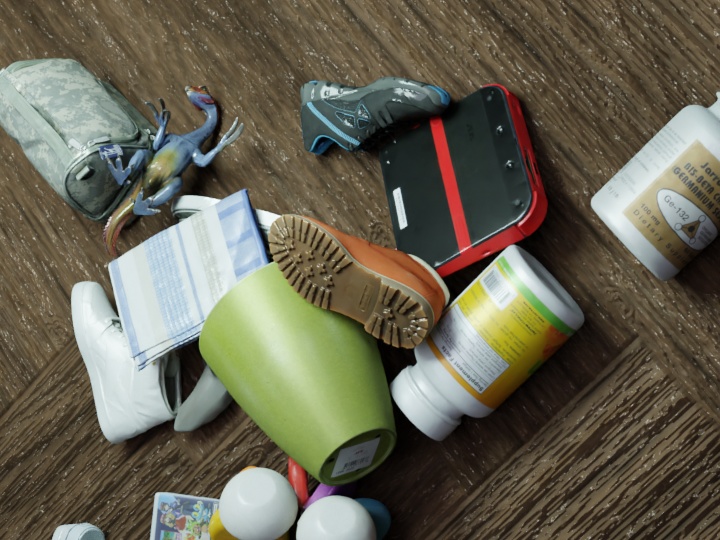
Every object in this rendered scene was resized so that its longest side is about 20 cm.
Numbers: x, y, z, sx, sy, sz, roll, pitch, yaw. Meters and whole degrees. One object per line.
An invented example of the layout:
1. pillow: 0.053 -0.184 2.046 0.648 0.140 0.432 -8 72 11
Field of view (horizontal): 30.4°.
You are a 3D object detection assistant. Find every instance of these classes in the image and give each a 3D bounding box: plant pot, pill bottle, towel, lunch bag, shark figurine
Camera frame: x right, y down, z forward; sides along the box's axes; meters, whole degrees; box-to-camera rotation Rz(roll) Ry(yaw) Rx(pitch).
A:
1. plant pot: -0.046 0.119 1.402 0.187 0.187 0.201 -42 57 14
2. pill bottle: 0.127 0.080 1.381 0.200 0.111 0.111 -45 65 13
3. pill bottle: 0.334 -0.096 1.306 0.200 0.114 0.115 -45 65 12
4. towel: -0.193 0.011 1.519 0.198 0.024 0.148 -28 62 13
5. lunch bag: -0.348 -0.162 1.632 0.200 0.167 0.140 45 101 25
6. shark figurine: -0.167 0.077 1.544 0.126 0.089 0.218 -3 79 23

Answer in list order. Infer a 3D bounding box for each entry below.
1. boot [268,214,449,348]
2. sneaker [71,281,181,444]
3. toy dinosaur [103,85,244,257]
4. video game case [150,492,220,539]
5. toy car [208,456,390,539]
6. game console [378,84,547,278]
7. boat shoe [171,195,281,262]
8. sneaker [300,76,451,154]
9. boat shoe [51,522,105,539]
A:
1. boot: 0.000 0.000 1.370 0.199 0.107 0.076 34 120 11
2. sneaker: -0.275 0.096 1.608 0.114 0.074 0.202 -21 82 20
3. toy dinosaur: -0.235 -0.142 1.591 0.105 0.182 0.200 45 125 -5
4. video game case: -0.170 0.367 1.530 0.180 0.023 0.203 2 83 27
5. toy car: -0.055 0.272 1.422 0.198 0.176 0.151 17 48 13
6. game console: 0.108 -0.094 1.440 0.176 0.031 0.202 -29 50 25
7. boat shoe: -0.144 -0.042 1.561 0.198 0.071 0.064 14 83 26
8. sneaker: 0.017 -0.174 1.511 0.198 0.073 0.083 1 84 37
9. boat shoe: -0.354 0.406 1.597 0.066 0.073 0.203 -2 70 41
